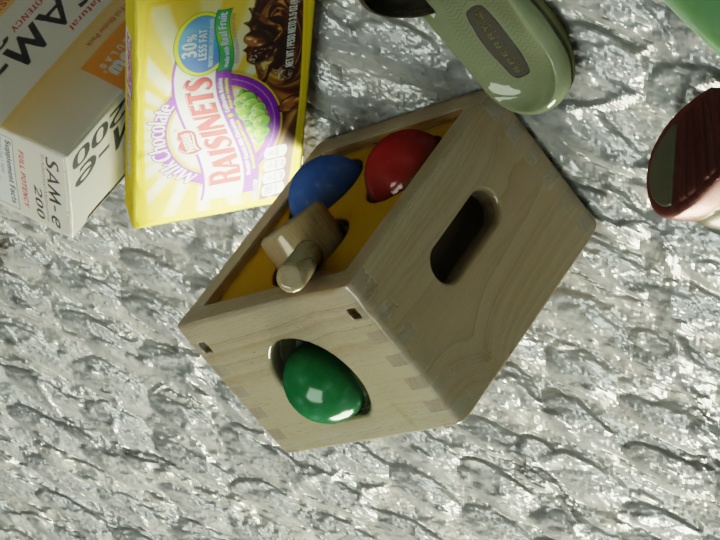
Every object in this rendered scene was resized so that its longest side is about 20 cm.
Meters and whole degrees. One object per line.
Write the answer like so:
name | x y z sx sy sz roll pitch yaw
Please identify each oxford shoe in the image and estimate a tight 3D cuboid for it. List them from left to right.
oxford shoe | 0.223 -0.075 1.322 0.074 0.071 0.200 16 152 -29

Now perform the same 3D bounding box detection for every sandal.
sandal | 0.031 -0.149 1.398 0.201 0.057 0.080 46 146 -14

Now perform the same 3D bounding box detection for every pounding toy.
pounding toy | 0.000 0.000 1.482 0.184 0.200 0.142 -14 122 51

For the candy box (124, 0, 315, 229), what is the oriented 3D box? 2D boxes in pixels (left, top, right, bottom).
candy box | -0.079 -0.099 1.538 0.102 0.027 0.201 -9 145 -11

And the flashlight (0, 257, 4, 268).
flashlight | -0.320 -0.056 1.841 0.200 0.068 0.068 49 151 -16

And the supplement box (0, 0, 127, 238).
supplement box | -0.214 -0.119 1.606 0.199 0.126 0.074 24 144 18

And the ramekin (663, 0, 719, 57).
ramekin | 0.192 -0.119 1.165 0.200 0.098 0.200 43 -171 -9
